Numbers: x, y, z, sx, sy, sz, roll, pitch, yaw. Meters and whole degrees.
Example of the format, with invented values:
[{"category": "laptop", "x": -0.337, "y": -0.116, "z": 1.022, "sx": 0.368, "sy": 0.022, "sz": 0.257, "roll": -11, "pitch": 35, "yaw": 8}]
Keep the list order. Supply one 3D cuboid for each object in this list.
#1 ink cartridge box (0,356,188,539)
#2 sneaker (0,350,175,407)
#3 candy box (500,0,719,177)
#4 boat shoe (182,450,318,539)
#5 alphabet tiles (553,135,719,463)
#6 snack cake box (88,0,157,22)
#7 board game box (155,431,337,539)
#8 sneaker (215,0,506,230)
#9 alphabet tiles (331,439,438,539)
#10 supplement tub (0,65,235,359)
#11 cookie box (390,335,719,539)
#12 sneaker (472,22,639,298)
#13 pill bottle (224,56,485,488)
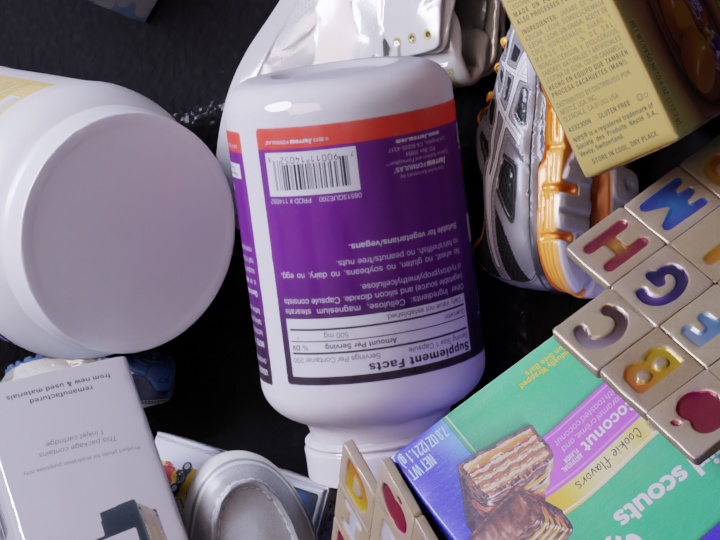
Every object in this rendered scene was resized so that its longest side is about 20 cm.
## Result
[{"category": "ink cartridge box", "x": -0.129, "y": 0.168, "z": 1.261, "sx": 0.146, "sy": 0.084, "sz": 0.200, "roll": 105, "pitch": 147, "yaw": -57}, {"category": "sneaker", "x": -0.171, "y": 0.093, "z": 1.414, "sx": 0.200, "sy": 0.077, "sz": 0.085, "roll": -17, "pitch": 79, "yaw": 41}, {"category": "candy box", "x": 0.105, "y": -0.154, "z": 1.174, "sx": 0.056, "sy": 0.117, "sz": 0.200, "roll": -23, "pitch": 94, "yaw": 35}, {"category": "boat shoe", "x": -0.037, "y": 0.188, "z": 1.245, "sx": 0.072, "sy": 0.070, "sz": 0.201, "roll": -174, "pitch": 72, "yaw": -73}, {"category": "alphabet tiles", "x": 0.191, "y": -0.003, "z": 1.116, "sx": 0.200, "sy": 0.006, "sz": 0.166, "roll": -36, "pitch": 49, "yaw": -11}, {"category": "snack cake box", "x": -0.199, "y": -0.216, "z": 1.416, "sx": 0.115, "sy": 0.200, "sz": 0.067, "roll": 41, "pitch": 105, "yaw": 36}, {"category": "board game box", "x": -0.079, "y": 0.196, "z": 1.334, "sx": 0.126, "sy": 0.035, "sz": 0.200, "roll": 14, "pitch": 88, "yaw": 39}, {"category": "sneaker", "x": 0.005, "y": -0.099, "z": 1.316, "sx": 0.116, "sy": 0.074, "sz": 0.200, "roll": 25, "pitch": 93, "yaw": 41}, {"category": "alphabet tiles", "x": 0.026, "y": 0.178, "z": 1.190, "sx": 0.167, "sy": 0.006, "sz": 0.200, "roll": 60, "pitch": 159, "yaw": 30}, {"category": "supplement tub", "x": -0.168, "y": -0.032, "z": 1.356, "sx": 0.200, "sy": 0.145, "sz": 0.146, "roll": 14, "pitch": 88, "yaw": 56}, {"category": "cookie box", "x": 0.140, "y": 0.116, "z": 1.124, "sx": 0.171, "sy": 0.075, "sz": 0.200, "roll": -36, "pitch": 57, "yaw": -6}, {"category": "sneaker", "x": 0.092, "y": -0.084, "z": 1.247, "sx": 0.077, "sy": 0.078, "sz": 0.200, "roll": -7, "pitch": 72, "yaw": 49}, {"category": "pill bottle", "x": 0.000, "y": 0.000, "z": 1.249, "sx": 0.112, "sy": 0.112, "sz": 0.200, "roll": 1, "pitch": 103, "yaw": 37}]
